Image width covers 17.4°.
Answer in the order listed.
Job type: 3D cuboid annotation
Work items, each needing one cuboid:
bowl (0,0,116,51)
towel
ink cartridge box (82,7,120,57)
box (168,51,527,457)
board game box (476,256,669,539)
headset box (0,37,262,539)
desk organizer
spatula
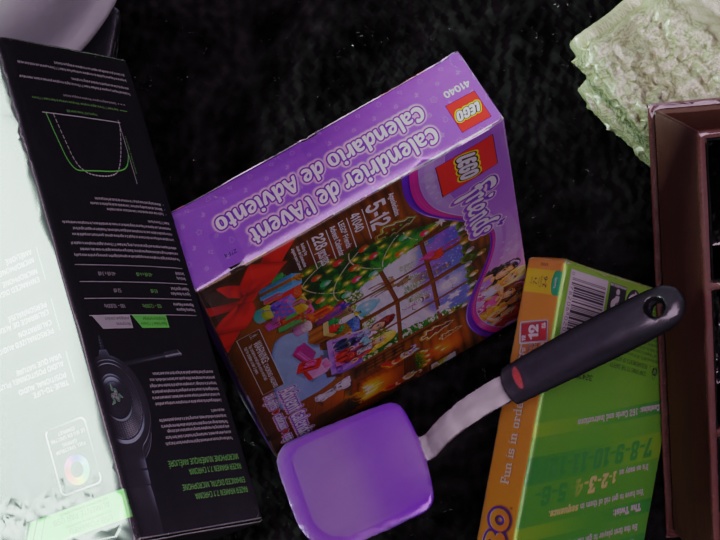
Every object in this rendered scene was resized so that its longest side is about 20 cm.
[{"bbox_3d":[-0.192,-0.170,0.980,0.200,0.090,0.202,1,77,-5],"label":"bowl"},{"bbox_3d":[0.207,-0.074,1.080,0.148,0.036,0.200,-44,90,-4],"label":"towel"},{"bbox_3d":[-0.215,-0.041,1.012,0.199,0.043,0.199,7,62,-2],"label":"ink cartridge box"},{"bbox_3d":[0.000,0.000,0.980,0.137,0.200,0.039,-30,67,-5],"label":"box"},{"bbox_3d":[0.093,0.101,1.038,0.095,0.030,0.201,16,80,-47],"label":"board game box"},{"bbox_3d":[-0.151,0.040,0.871,0.174,0.093,0.201,-20,81,24],"label":"headset box"},{"bbox_3d":[0.172,0.028,1.021,0.071,0.077,0.201,-5,101,-6],"label":"desk organizer"},{"bbox_3d":[0.053,0.058,1.001,0.200,0.021,0.057,-31,64,23],"label":"spatula"}]
